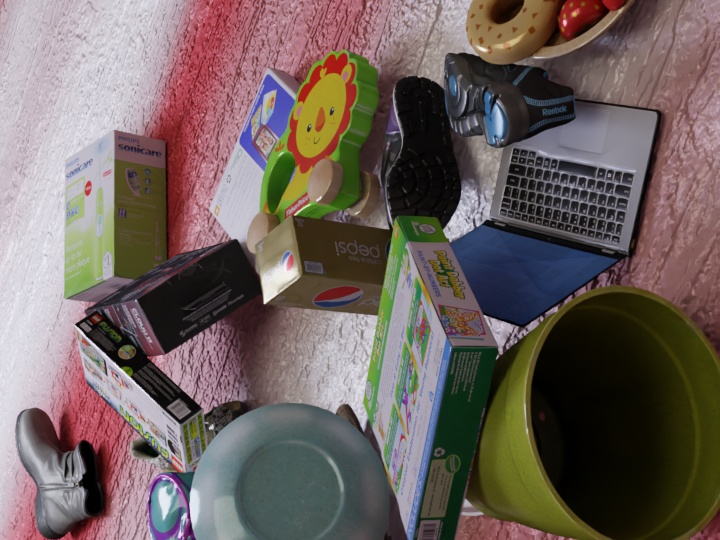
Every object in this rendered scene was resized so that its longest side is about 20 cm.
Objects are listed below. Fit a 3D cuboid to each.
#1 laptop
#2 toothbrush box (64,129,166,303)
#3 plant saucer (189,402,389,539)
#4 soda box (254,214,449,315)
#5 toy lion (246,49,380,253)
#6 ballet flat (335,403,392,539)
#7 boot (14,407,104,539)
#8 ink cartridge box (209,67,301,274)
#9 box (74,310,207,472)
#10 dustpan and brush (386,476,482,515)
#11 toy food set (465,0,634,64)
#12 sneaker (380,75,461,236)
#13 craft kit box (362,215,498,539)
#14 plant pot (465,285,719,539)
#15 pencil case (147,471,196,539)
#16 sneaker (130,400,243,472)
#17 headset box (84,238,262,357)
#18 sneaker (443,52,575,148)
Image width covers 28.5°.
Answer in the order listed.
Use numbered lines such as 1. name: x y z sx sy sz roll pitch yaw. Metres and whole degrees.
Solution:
1. laptop: 0.144 -0.062 1.264 0.186 0.115 0.203 18 98 52
2. toothbrush box: -0.332 -0.068 1.918 0.145 0.085 0.203 -19 67 49
3. plant saucer: -0.068 0.221 1.388 0.039 0.198 0.203 101 161 -67
4. soda box: 0.000 0.000 1.372 0.068 0.198 0.065 -35 57 44
5. toy lion: -0.046 -0.129 1.515 0.200 0.068 0.194 -36 47 46
6. ballet flat: -0.003 0.231 1.446 0.068 0.046 0.202 90 166 -65
7. boot: -0.412 0.266 1.989 0.130 0.067 0.202 -36 63 38
8. ink cartridge box: -0.088 -0.101 1.638 0.200 0.047 0.199 47 119 43
9. box: -0.253 0.144 1.639 0.199 0.035 0.111 38 147 29
10. dustpan and brush: 0.072 0.183 1.376 0.199 0.057 0.141 -29 60 39
11. toy food set: 0.183 -0.286 1.283 0.199 0.048 0.200 -9 66 45
12. sneaker: 0.054 -0.090 1.414 0.088 0.075 0.202 113 165 -52
13. craft kit box: 0.053 0.090 1.194 0.198 0.048 0.202 -114 29 -54
14. plant pot: 0.167 0.131 1.158 0.193 0.198 0.203 -26 63 61
15. pencil case: -0.126 0.255 1.490 0.092 0.198 0.086 25 103 49
16. sneaker: -0.209 0.205 1.701 0.199 0.088 0.078 -30 60 46
17. headset box: -0.217 0.036 1.664 0.199 0.148 0.076 -12 109 59
18. sneaker: 0.132 -0.159 1.320 0.200 0.081 0.074 -127 28 -64
